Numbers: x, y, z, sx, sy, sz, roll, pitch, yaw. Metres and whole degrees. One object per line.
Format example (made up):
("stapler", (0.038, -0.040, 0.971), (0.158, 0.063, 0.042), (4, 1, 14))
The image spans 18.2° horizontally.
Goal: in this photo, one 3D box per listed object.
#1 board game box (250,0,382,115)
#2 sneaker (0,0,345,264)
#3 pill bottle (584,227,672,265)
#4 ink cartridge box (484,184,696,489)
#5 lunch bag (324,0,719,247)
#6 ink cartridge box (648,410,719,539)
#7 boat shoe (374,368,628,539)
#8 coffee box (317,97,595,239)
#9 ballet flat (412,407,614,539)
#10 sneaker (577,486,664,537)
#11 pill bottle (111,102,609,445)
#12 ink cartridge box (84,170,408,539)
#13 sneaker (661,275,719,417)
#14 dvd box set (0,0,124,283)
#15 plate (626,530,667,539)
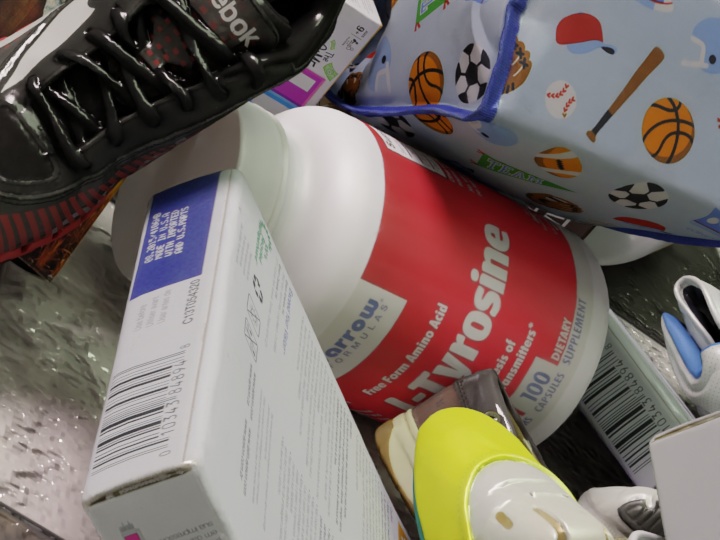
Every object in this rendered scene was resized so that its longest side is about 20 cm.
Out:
("board game box", (-0.061, -0.120, 1.044), (0.034, 0.134, 0.200), (29, 25, -28))
("sneaker", (-0.078, -0.073, 0.790), (0.200, 0.098, 0.071), (-37, 95, -25))
("pill bottle", (0.174, -0.070, 1.367), (0.114, 0.114, 0.200), (46, 22, 12))
("ink cartridge box", (0.127, 0.055, 1.124), (0.196, 0.043, 0.200), (55, 5, 31))
("lunch bag", (0.081, -0.089, 0.995), (0.170, 0.124, 0.200), (24, -9, -26))
("ink cartridge box", (0.203, 0.133, 0.846), (0.200, 0.083, 0.147), (21, 54, -47))
("boat shoe", (0.083, 0.127, 0.888), (0.200, 0.065, 0.073), (53, 11, 13))
("coffee box", (0.052, -0.097, 1.217), (0.200, 0.113, 0.080), (35, 23, -15))
("ballet flat", (0.068, 0.126, 0.804), (0.067, 0.067, 0.200), (7, 55, -26))
("sneaker", (0.172, 0.163, 0.983), (0.200, 0.081, 0.083), (47, 4, -1))
("pill bottle", (0.000, 0.000, 0.947), (0.200, 0.112, 0.112), (25, 27, -35))
("ink cartridge box", (-0.025, 0.095, 0.757), (0.196, 0.043, 0.200), (-89, 158, -63))
("sneaker", (0.230, 0.044, 1.259), (0.147, 0.081, 0.200), (52, 25, -16))
("dvd box set", (-0.110, -0.116, 0.844), (0.029, 0.200, 0.146), (21, -18, 49))
("plate", (0.159, 0.212, 0.840), (0.199, 0.032, 0.200), (24, 51, -46))
